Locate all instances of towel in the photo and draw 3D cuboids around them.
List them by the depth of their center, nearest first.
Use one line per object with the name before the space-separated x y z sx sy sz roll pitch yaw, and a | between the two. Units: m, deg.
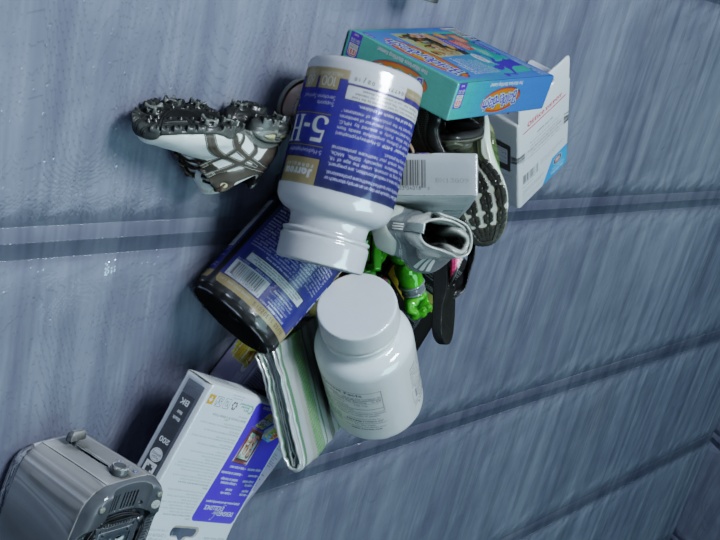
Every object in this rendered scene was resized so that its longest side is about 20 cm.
towel | -0.067 0.138 1.461 0.200 0.031 0.150 -33 112 -75

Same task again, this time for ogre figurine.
ogre figurine | 0.000 0.000 1.482 0.098 0.199 0.120 -106 -155 -72

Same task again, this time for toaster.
toaster | -0.292 0.260 1.260 0.113 0.129 0.201 -6 122 -54

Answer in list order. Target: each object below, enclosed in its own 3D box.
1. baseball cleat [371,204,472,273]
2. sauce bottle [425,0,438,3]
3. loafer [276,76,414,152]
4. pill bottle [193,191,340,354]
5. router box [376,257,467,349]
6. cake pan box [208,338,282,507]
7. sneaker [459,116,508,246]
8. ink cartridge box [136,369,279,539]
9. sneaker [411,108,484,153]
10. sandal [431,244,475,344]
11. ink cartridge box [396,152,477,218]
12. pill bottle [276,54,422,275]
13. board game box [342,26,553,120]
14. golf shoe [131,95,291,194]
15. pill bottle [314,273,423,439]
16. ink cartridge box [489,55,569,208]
baseball cleat | 0.086 -0.028 1.401 0.200 0.106 0.070 7 93 -63
sauce bottle | 0.098 -0.383 1.322 0.066 0.066 0.201 -3 121 -56
loafer | -0.008 -0.159 1.359 0.200 0.063 0.072 14 107 -56
pill bottle | -0.075 -0.018 1.348 0.200 0.112 0.112 -49 149 -16
router box | 0.054 0.018 1.638 0.158 0.052 0.200 -58 151 -3
cake pan box | -0.140 0.186 1.504 0.184 0.052 0.200 -52 150 -8
sneaker | 0.150 -0.131 1.569 0.089 0.077 0.201 -23 105 -68
ink cartridge box | -0.173 0.218 1.388 0.201 0.043 0.198 -62 152 0
sneaker | 0.084 -0.139 1.481 0.076 0.114 0.200 -39 147 -28
sandal | 0.120 -0.003 1.579 0.075 0.045 0.201 44 45 -59
ink cartridge box | 0.069 -0.093 1.418 0.200 0.108 0.051 97 -6 -86
pill bottle | -0.017 -0.102 1.250 0.120 0.119 0.201 16 87 -60
board game box | 0.098 -0.221 1.383 0.200 0.152 0.045 -14 129 -51
golf shoe | -0.144 -0.112 1.193 0.200 0.078 0.095 -4 121 -54
pill bottle | 0.007 0.097 1.426 0.114 0.114 0.200 -45 150 -23
ink cartridge box | 0.219 -0.196 1.677 0.116 0.067 0.200 -42 148 -26
